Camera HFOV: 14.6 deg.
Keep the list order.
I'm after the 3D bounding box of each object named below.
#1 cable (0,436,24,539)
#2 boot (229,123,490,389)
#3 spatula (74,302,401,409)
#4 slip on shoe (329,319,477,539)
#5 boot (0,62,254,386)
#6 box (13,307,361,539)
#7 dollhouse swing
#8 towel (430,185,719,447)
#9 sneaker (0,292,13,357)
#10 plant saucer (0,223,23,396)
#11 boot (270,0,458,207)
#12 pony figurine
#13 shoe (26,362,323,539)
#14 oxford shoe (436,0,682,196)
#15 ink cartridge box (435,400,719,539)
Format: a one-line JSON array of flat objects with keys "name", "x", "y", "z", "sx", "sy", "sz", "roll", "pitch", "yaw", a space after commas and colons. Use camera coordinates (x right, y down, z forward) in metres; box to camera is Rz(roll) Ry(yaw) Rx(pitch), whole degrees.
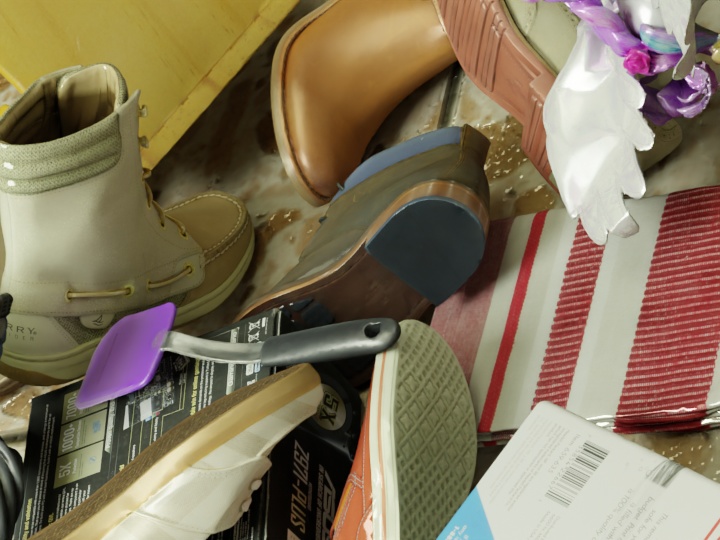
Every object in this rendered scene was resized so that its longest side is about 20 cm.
[{"name": "cable", "x": -0.219, "y": 0.173, "z": 1.464, "sx": 0.163, "sy": 0.051, "sz": 0.201, "roll": -93, "pitch": 21, "yaw": -59}, {"name": "boot", "x": 0.000, "y": 0.000, "z": 1.511, "sx": 0.200, "sy": 0.075, "sz": 0.097, "roll": -35, "pitch": 20, "yaw": 31}, {"name": "spatula", "x": -0.063, "y": 0.039, "z": 1.422, "sx": 0.199, "sy": 0.021, "sz": 0.057, "roll": -5, "pitch": 51, "yaw": 31}, {"name": "slip on shoe", "x": 0.014, "y": 0.119, "z": 1.373, "sx": 0.061, "sy": 0.074, "sz": 0.201, "roll": -13, "pitch": 63, "yaw": 39}, {"name": "boot", "x": -0.128, "y": -0.042, "z": 1.532, "sx": 0.072, "sy": 0.155, "sz": 0.200, "roll": 18, "pitch": 33, "yaw": 31}, {"name": "box", "x": -0.091, "y": 0.142, "z": 1.439, "sx": 0.163, "sy": 0.086, "sz": 0.200, "roll": -21, "pitch": 44, "yaw": 24}, {"name": "dollhouse swing", "x": -0.152, "y": -0.167, "z": 1.614, "sx": 0.200, "sy": 0.176, "sz": 0.182, "roll": -50, "pitch": 23, "yaw": -7}, {"name": "towel", "x": 0.122, "y": 0.024, "z": 1.421, "sx": 0.199, "sy": 0.023, "sz": 0.144, "roll": -8, "pitch": 50, "yaw": 33}, {"name": "sneaker", "x": -0.236, "y": 0.040, "z": 1.456, "sx": 0.200, "sy": 0.087, "sz": 0.075, "roll": -20, "pitch": 51, "yaw": 68}, {"name": "plant saucer", "x": -0.219, "y": 0.004, "z": 1.709, "sx": 0.200, "sy": 0.029, "sz": 0.201, "roll": -22, "pitch": 43, "yaw": 23}, {"name": "boot", "x": 0.040, "y": -0.128, "z": 1.592, "sx": 0.155, "sy": 0.077, "sz": 0.200, "roll": -7, "pitch": 44, "yaw": 30}, {"name": "pony figurine", "x": 0.145, "y": -0.134, "z": 1.407, "sx": 0.193, "sy": 0.199, "sz": 0.167, "roll": 63, "pitch": 146, "yaw": 34}, {"name": "shoe", "x": -0.095, "y": 0.117, "z": 1.364, "sx": 0.200, "sy": 0.053, "sz": 0.070, "roll": -36, "pitch": 7, "yaw": 2}, {"name": "oxford shoe", "x": 0.100, "y": -0.124, "z": 1.510, "sx": 0.074, "sy": 0.071, "sz": 0.200, "roll": -21, "pitch": 64, "yaw": -19}, {"name": "ink cartridge box", "x": 0.128, "y": 0.150, "z": 1.268, "sx": 0.116, "sy": 0.067, "sz": 0.200, "roll": -52, "pitch": 40, "yaw": -11}]
